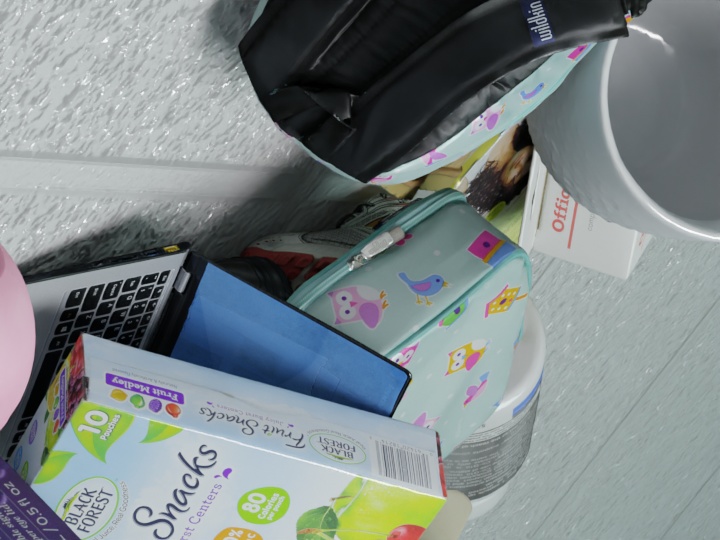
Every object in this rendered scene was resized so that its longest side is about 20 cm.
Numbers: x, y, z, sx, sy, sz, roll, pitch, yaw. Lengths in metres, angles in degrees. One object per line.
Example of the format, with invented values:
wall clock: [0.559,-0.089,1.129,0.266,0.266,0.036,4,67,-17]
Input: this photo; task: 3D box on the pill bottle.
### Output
pill bottle: [0.062,0.088,1.879,0.114,0.114,0.200,-41,160,-20]

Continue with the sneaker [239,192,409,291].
sneaker: [0.000,0.000,1.640,0.199,0.082,0.078,5,135,-48]

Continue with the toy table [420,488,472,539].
toy table: [-0.007,0.178,1.677,0.183,0.117,0.200,0,-133,53]

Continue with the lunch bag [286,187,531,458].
lunch bag: [0.010,0.053,1.538,0.160,0.077,0.200,-33,155,-25]

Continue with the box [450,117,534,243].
box: [0.082,-0.063,1.723,0.075,0.050,0.200,-49,162,1]

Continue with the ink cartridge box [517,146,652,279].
ink cartridge box: [0.160,-0.077,1.716,0.200,0.067,0.117,-52,155,-51]

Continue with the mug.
mug: [0.168,-0.117,1.479,0.175,0.147,0.201,-170,-85,-74]

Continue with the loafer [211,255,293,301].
loafer: [-0.117,0.071,1.539,0.072,0.073,0.201,12,117,-44]

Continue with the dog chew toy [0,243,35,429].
dog chew toy: [-0.217,0.065,1.183,0.124,0.124,0.201,-18,142,-56]

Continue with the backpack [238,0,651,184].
backpack: [0.041,-0.128,1.351,0.200,0.167,0.127,-44,167,7]

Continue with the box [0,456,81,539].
box: [-0.236,0.166,1.314,0.200,0.148,0.105,-24,151,-51]

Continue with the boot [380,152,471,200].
boot: [0.069,-0.138,1.534,0.200,0.066,0.175,-53,171,12]

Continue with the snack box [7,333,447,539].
snack box: [-0.076,0.119,1.419,0.199,0.053,0.143,17,128,-21]

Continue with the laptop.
laptop: [-0.111,0.093,1.434,0.199,0.116,0.188,-12,142,-37]
